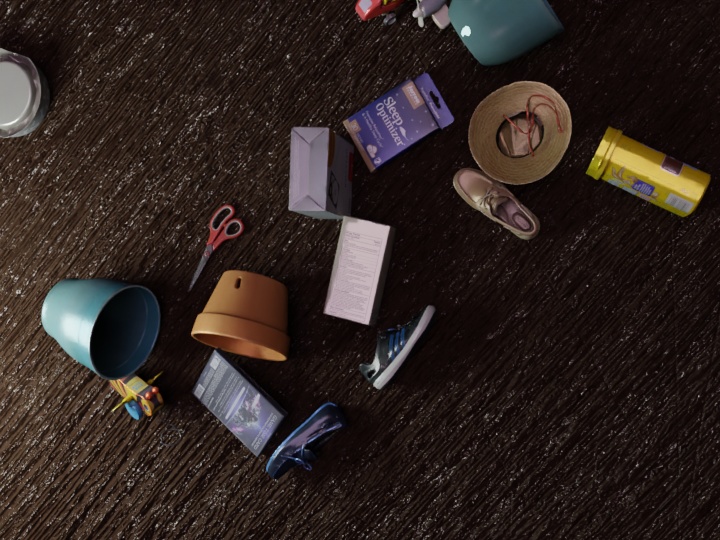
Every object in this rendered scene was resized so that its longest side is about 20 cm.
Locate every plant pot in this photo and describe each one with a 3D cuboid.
[{"bbox_3d":[-0.226,0.088,1.747,0.197,0.200,0.142,10,75,13],"label":"plant pot"},{"bbox_3d":[0.262,-0.486,1.636,0.160,0.200,0.202,-33,82,21],"label":"plant pot"},{"bbox_3d":[-0.558,0.105,1.825,0.186,0.199,0.203,16,93,27],"label":"plant pot"}]

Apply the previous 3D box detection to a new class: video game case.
[{"bbox_3d":[-0.253,0.273,1.796,0.200,0.019,0.144,41,125,10],"label":"video game case"}]

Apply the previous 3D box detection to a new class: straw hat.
[{"bbox_3d":[0.306,-0.257,1.671,0.198,0.085,0.205,0,87,8],"label":"straw hat"}]

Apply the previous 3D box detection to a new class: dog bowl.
[{"bbox_3d":[-0.788,-0.393,1.950,0.197,0.059,0.204,0,88,13],"label":"dog bowl"}]

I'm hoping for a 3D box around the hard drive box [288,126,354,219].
[{"bbox_3d":[-0.074,-0.186,1.702,0.076,0.200,0.159,2,90,13],"label":"hard drive box"}]

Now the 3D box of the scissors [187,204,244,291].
[{"bbox_3d":[-0.325,-0.050,1.856,0.073,0.014,0.200,43,99,8],"label":"scissors"}]

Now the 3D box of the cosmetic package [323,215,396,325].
[{"bbox_3d":[0.000,0.000,1.745,0.104,0.071,0.203,14,92,14],"label":"cosmetic package"}]

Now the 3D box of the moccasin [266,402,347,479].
[{"bbox_3d":[-0.109,0.356,1.758,0.200,0.080,0.068,-48,68,9],"label":"moccasin"}]

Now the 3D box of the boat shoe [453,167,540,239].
[{"bbox_3d":[0.265,-0.135,1.688,0.199,0.064,0.072,36,97,12],"label":"boat shoe"}]

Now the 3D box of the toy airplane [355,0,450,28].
[{"bbox_3d":[0.095,-0.582,1.699,0.197,0.141,0.202,12,91,14],"label":"toy airplane"}]

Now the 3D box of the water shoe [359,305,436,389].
[{"bbox_3d":[0.071,0.141,1.726,0.079,0.071,0.201,37,97,13],"label":"water shoe"}]

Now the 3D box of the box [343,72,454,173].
[{"bbox_3d":[0.077,-0.301,1.755,0.198,0.032,0.122,-32,82,10],"label":"box"}]

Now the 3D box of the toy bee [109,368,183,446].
[{"bbox_3d":[-0.448,0.261,1.829,0.198,0.109,0.132,22,50,5],"label":"toy bee"}]

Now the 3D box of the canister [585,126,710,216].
[{"bbox_3d":[0.523,-0.177,1.587,0.198,0.148,0.087,27,95,10],"label":"canister"}]
